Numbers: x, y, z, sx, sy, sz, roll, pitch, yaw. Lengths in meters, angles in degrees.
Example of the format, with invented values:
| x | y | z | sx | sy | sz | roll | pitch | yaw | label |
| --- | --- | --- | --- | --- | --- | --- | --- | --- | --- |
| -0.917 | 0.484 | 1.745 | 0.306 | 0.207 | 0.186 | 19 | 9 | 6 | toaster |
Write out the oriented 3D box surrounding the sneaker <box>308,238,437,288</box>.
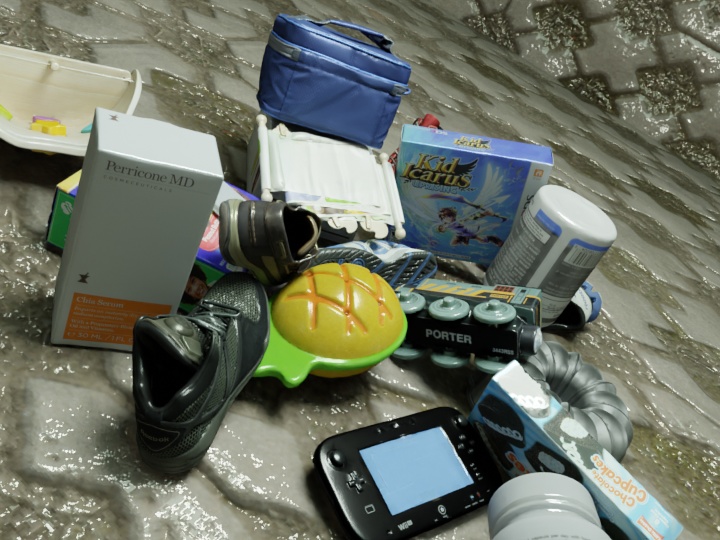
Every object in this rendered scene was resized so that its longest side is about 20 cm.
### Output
| x | y | z | sx | sy | sz | roll | pitch | yaw | label |
| --- | --- | --- | --- | --- | --- | --- | --- | --- | --- |
| 0.000 | 0.000 | 0.866 | 0.198 | 0.077 | 0.077 | 2 | 16 | -37 | sneaker |

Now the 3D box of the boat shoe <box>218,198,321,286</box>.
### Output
| x | y | z | sx | sy | sz | roll | pitch | yaw | label |
| --- | --- | --- | --- | --- | --- | --- | --- | --- | --- |
| -0.074 | -0.025 | 0.694 | 0.072 | 0.075 | 0.200 | -4 | -5 | 12 | boat shoe |

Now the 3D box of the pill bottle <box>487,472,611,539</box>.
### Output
| x | y | z | sx | sy | sz | roll | pitch | yaw | label |
| --- | --- | --- | --- | --- | --- | --- | --- | --- | --- |
| 0.153 | 0.265 | 0.532 | 0.112 | 0.114 | 0.201 | 22 | 31 | -9 | pill bottle |

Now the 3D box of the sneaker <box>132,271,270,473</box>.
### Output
| x | y | z | sx | sy | sz | roll | pitch | yaw | label |
| --- | --- | --- | --- | --- | --- | --- | --- | --- | --- |
| -0.127 | 0.054 | 0.576 | 0.075 | 0.115 | 0.200 | 16 | 45 | 9 | sneaker |

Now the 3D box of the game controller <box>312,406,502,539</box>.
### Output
| x | y | z | sx | sy | sz | roll | pitch | yaw | label |
| --- | --- | --- | --- | --- | --- | --- | --- | --- | --- |
| 0.049 | 0.186 | 0.638 | 0.199 | 0.042 | 0.105 | -4 | 43 | -42 | game controller |

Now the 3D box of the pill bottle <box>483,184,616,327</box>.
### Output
| x | y | z | sx | sy | sz | roll | pitch | yaw | label |
| --- | --- | --- | --- | --- | --- | --- | --- | --- | --- |
| 0.231 | 0.001 | 0.907 | 0.113 | 0.201 | 0.114 | 20 | 32 | -13 | pill bottle |

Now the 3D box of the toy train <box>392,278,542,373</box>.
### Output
| x | y | z | sx | sy | sz | roll | pitch | yaw | label |
| --- | --- | --- | --- | --- | --- | --- | --- | --- | --- |
| 0.115 | 0.056 | 0.793 | 0.198 | 0.086 | 0.114 | 5 | 23 | 28 | toy train |

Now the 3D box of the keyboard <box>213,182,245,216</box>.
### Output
| x | y | z | sx | sy | sz | roll | pitch | yaw | label |
| --- | --- | --- | --- | --- | --- | --- | --- | --- | --- |
| -0.185 | -0.108 | 0.776 | 0.200 | 0.011 | 0.056 | 41 | 23 | 23 | keyboard |

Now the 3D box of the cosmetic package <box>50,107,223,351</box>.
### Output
| x | y | z | sx | sy | sz | roll | pitch | yaw | label |
| --- | --- | --- | --- | --- | --- | --- | --- | --- | --- |
| -0.197 | -0.026 | 0.598 | 0.100 | 0.201 | 0.072 | 9 | 35 | -27 | cosmetic package |

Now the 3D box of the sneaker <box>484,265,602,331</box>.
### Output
| x | y | z | sx | sy | sz | roll | pitch | yaw | label |
| --- | --- | --- | --- | --- | --- | --- | --- | --- | --- |
| 0.262 | 0.021 | 1.018 | 0.199 | 0.081 | 0.115 | 37 | 29 | 11 | sneaker |

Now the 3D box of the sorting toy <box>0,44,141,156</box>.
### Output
| x | y | z | sx | sy | sz | roll | pitch | yaw | label |
| --- | --- | --- | --- | --- | --- | --- | --- | --- | --- |
| -0.339 | -0.170 | 0.756 | 0.198 | 0.108 | 0.180 | 5 | 25 | -30 | sorting toy |

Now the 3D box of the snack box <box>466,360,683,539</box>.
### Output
| x | y | z | sx | sy | sz | roll | pitch | yaw | label |
| --- | --- | --- | --- | --- | --- | --- | --- | --- | --- |
| 0.190 | 0.191 | 0.658 | 0.037 | 0.117 | 0.200 | -33 | 66 | -26 | snack box |

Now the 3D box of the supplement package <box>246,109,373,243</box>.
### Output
| x | y | z | sx | sy | sz | roll | pitch | yaw | label |
| --- | --- | --- | --- | --- | --- | --- | --- | --- | --- |
| -0.073 | -0.154 | 0.980 | 0.154 | 0.112 | 0.201 | 16 | 32 | -20 | supplement package |

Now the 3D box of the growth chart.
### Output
| x | y | z | sx | sy | sz | roll | pitch | yaw | label |
| --- | --- | --- | --- | --- | --- | --- | --- | --- | --- |
| -0.035 | -0.110 | 0.851 | 0.198 | 0.018 | 0.146 | 12 | 58 | -23 | growth chart |

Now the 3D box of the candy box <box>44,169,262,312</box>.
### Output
| x | y | z | sx | sy | sz | roll | pitch | yaw | label |
| --- | --- | --- | --- | --- | --- | --- | --- | --- | --- |
| -0.203 | -0.049 | 0.751 | 0.198 | 0.077 | 0.170 | 25 | 30 | -4 | candy box |

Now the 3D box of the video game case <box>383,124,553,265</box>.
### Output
| x | y | z | sx | sy | sz | roll | pitch | yaw | label |
| --- | --- | --- | --- | --- | --- | --- | --- | --- | --- |
| 0.140 | -0.095 | 0.946 | 0.198 | 0.183 | 0.046 | 9 | 41 | 2 | video game case |

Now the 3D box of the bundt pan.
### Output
| x | y | z | sx | sy | sz | roll | pitch | yaw | label |
| --- | --- | --- | --- | --- | --- | --- | --- | --- | --- |
| 0.227 | 0.153 | 0.798 | 0.200 | 0.076 | 0.203 | 21 | 31 | -13 | bundt pan |

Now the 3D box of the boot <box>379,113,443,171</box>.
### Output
| x | y | z | sx | sy | sz | roll | pitch | yaw | label |
| --- | --- | --- | --- | --- | --- | --- | --- | --- | --- |
| 0.063 | -0.178 | 1.094 | 0.072 | 0.145 | 0.200 | 36 | 33 | 12 | boot |

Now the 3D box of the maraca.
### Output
| x | y | z | sx | sy | sz | roll | pitch | yaw | label |
| --- | --- | --- | --- | --- | --- | --- | --- | --- | --- |
| -0.041 | 0.055 | 0.701 | 0.199 | 0.108 | 0.137 | -17 | 43 | -37 | maraca |

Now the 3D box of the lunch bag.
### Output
| x | y | z | sx | sy | sz | roll | pitch | yaw | label |
| --- | --- | --- | --- | --- | --- | --- | --- | --- | --- |
| -0.027 | -0.254 | 0.904 | 0.198 | 0.133 | 0.136 | 12 | 23 | -21 | lunch bag |
